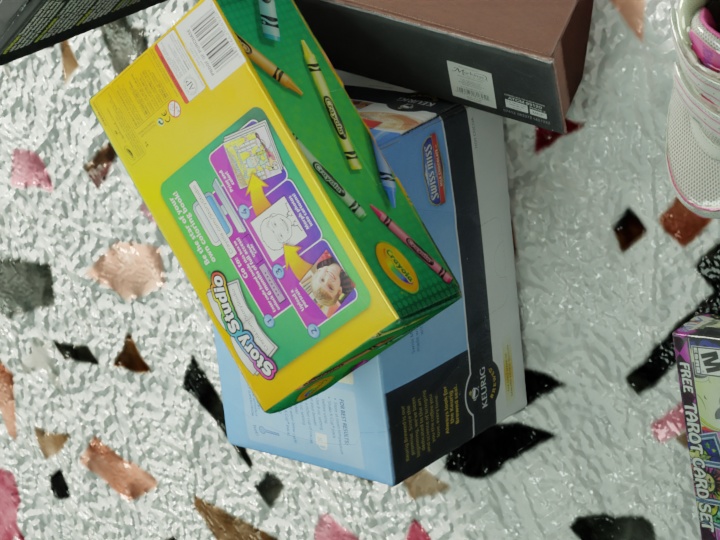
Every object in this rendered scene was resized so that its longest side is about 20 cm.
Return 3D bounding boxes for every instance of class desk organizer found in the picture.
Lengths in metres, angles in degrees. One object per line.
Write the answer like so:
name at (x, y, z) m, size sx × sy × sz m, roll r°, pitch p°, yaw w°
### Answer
desk organizer at (0.030, -0.150, 1.420) m, size 0.200 × 0.077 × 0.072 m, roll 17°, pitch 156°, yaw 19°

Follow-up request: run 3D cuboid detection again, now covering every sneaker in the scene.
sneaker at (0.187, -0.108, 1.290) m, size 0.081 × 0.088 × 0.200 m, roll 32°, pitch 129°, yaw 27°

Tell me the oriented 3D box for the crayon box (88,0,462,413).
crayon box at (-0.047, -0.040, 1.371) m, size 0.119 × 0.058 × 0.200 m, roll -36°, pitch 82°, yaw 42°

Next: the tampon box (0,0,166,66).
tampon box at (-0.156, -0.228, 1.467) m, size 0.150 × 0.200 × 0.126 m, roll 55°, pitch 136°, yaw 6°

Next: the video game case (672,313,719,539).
video game case at (0.260, 0.126, 1.373) m, size 0.181 × 0.036 × 0.200 m, roll 6°, pitch 113°, yaw 40°

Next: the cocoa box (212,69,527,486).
cocoa box at (0.000, 0.000, 1.482) m, size 0.133 × 0.131 × 0.200 m, roll 11°, pitch 117°, yaw 39°
